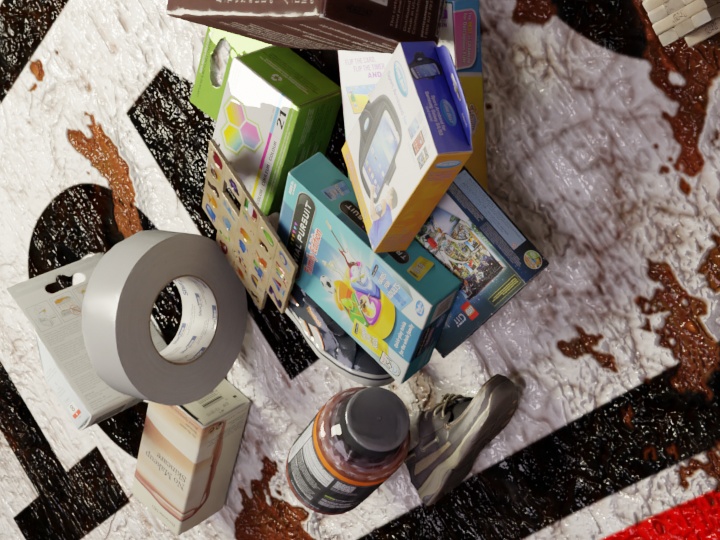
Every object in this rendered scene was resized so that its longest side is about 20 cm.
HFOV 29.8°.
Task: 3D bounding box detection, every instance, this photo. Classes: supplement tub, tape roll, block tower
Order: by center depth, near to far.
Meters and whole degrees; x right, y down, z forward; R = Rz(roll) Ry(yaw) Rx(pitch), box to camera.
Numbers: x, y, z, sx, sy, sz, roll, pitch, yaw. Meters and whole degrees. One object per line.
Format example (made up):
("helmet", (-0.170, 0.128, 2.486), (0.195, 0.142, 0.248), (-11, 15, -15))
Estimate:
("block tower", (0.236, -0.277, 1.085), (0.054, 0.058, 0.200), (-25, 92, 48))
("supplement tub", (-0.009, 0.192, 1.475), (0.107, 0.107, 0.200), (54, 151, 10))
("tape roll", (-0.225, 0.054, 1.578), (0.066, 0.200, 0.201), (7, 114, 42))

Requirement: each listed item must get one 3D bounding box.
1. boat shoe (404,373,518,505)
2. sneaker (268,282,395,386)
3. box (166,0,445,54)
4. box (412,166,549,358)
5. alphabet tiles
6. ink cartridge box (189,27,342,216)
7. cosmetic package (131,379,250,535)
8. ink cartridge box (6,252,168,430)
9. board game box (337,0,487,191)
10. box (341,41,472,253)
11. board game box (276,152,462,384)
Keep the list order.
("boat shoe", (0.094, 0.169, 1.420), (0.073, 0.074, 0.200), (46, 133, 17))
("sneaker", (-0.029, 0.040, 1.472), (0.200, 0.078, 0.079), (42, 138, 24))
("box", (-0.042, -0.293, 1.229), (0.200, 0.164, 0.166), (11, 93, 39))
("box", (0.086, -0.009, 1.326), (0.137, 0.038, 0.200), (49, 149, 5))
("alphabet tiles", (-0.125, -0.032, 1.479), (0.167, 0.008, 0.200), (56, 160, 14))
("ink cartridge box", (-0.128, -0.178, 1.465), (0.200, 0.076, 0.148), (38, 131, 23))
("cosmetic package", (-0.220, 0.227, 1.738), (0.103, 0.087, 0.200), (35, 130, 25))
("ink cartridge box", (-0.346, 0.089, 1.737), (0.200, 0.162, 0.050), (52, 134, 12))
("board game box", (0.049, -0.172, 1.324), (0.153, 0.040, 0.200), (14, 119, 39))
("box", (0.042, -0.115, 1.230), (0.200, 0.041, 0.119), (120, 138, -57))
("board game box", (0.000, 0.000, 1.367), (0.200, 0.047, 0.151), (43, 148, 18))
